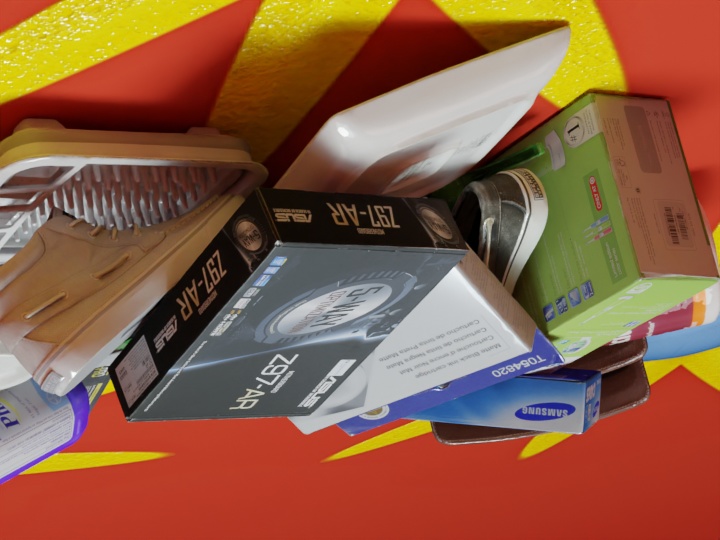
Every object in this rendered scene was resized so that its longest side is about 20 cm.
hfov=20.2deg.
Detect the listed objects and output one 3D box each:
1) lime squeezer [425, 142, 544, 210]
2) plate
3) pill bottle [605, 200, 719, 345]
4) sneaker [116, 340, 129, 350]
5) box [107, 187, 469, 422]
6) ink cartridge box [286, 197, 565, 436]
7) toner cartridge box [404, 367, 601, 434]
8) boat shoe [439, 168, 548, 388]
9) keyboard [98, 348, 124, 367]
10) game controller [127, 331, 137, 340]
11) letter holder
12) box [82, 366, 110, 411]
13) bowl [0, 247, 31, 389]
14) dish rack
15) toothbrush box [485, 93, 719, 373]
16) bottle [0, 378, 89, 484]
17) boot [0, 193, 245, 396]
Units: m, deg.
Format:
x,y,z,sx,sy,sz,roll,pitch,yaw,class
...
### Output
x,y,z,sx,sy,sz,roll,pitch,yaw,class
0.046,-0.056,1.504,0.199,0.038,0.071,-22,162,11,lime squeezer
0.032,-0.079,1.355,0.199,0.032,0.200,-23,168,-29,plate
0.186,0.007,1.667,0.199,0.115,0.114,-11,162,-3,pill bottle
-0.161,0.041,1.585,0.199,0.084,0.074,-15,164,11,sneaker
-0.049,0.026,1.317,0.160,0.044,0.200,2,143,-41,box
0.017,0.052,1.454,0.199,0.041,0.200,-22,132,26,ink cartridge box
0.088,0.097,1.623,0.199,0.044,0.095,4,-176,15,toner cartridge box
0.073,0.010,1.485,0.063,0.071,0.201,-12,135,-33,boat shoe
-0.139,0.052,1.503,0.199,0.011,0.056,-13,174,-36,keyboard
-0.123,-0.001,1.469,0.199,0.042,0.104,-28,167,-30,game controller
0.149,0.064,1.765,0.199,0.143,0.101,-11,162,-2,letter holder
-0.293,0.089,1.699,0.160,0.049,0.200,-4,160,-20,box
-0.282,0.033,1.470,0.199,0.095,0.201,-12,162,-4,bowl
-0.179,-0.055,1.359,0.199,0.044,0.171,0,157,-34,dish rack
0.156,-0.023,1.510,0.086,0.147,0.200,1,157,-37,toothbrush box
-0.294,0.127,1.501,0.200,0.083,0.066,-28,140,-44,bottle
-0.161,-0.013,1.312,0.200,0.096,0.074,-43,176,-37,boot
